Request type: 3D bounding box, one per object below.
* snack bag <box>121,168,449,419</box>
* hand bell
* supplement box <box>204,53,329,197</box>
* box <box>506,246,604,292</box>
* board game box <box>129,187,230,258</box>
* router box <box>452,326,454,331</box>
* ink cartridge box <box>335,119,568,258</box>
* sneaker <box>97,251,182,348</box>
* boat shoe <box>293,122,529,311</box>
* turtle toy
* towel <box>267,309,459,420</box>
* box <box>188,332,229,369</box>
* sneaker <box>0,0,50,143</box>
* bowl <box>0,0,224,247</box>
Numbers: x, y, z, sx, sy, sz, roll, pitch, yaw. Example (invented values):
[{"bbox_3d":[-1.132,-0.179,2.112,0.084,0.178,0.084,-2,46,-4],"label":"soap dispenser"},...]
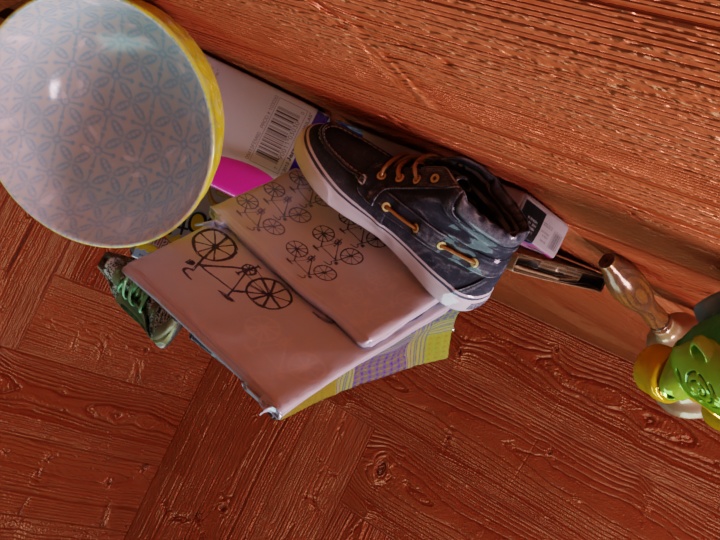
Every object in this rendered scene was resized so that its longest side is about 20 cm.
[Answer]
[{"bbox_3d":[-0.056,0.007,0.867,0.189,0.021,0.200,40,-132,25],"label":"snack bag"},{"bbox_3d":[0.269,0.044,1.034,0.200,0.104,0.104,41,170,-36],"label":"hand bell"},{"bbox_3d":[-0.137,-0.133,1.016,0.200,0.101,0.103,27,180,-1],"label":"supplement box"},{"bbox_3d":[0.137,-0.027,1.196,0.163,0.021,0.200,11,-170,-45],"label":"box"},{"bbox_3d":[-0.162,-0.088,1.239,0.105,0.200,0.103,26,180,-13],"label":"board game box"},{"bbox_3d":[-0.020,0.015,1.104,0.200,0.150,0.062,-16,-175,-26],"label":"router box"},{"bbox_3d":[0.070,-0.070,0.955,0.200,0.037,0.095,28,-178,33],"label":"ink cartridge box"},{"bbox_3d":[-0.238,0.023,1.222,0.089,0.077,0.200,34,173,-29],"label":"sneaker"},{"bbox_3d":[0.040,-0.066,0.872,0.200,0.091,0.071,42,-138,12],"label":"boat shoe"},{"bbox_3d":[0.294,0.077,0.771,0.200,0.101,0.146,26,180,-29],"label":"turtle toy"},{"bbox_3d":[0.009,0.072,1.036,0.023,0.200,0.144,59,153,27],"label":"towel"},{"bbox_3d":[-0.072,0.003,1.269,0.104,0.182,0.200,38,-150,-3],"label":"box"},{"bbox_3d":[-0.299,-0.168,1.001,0.074,0.080,0.200,55,-162,-42],"label":"sneaker"},{"bbox_3d":[-0.188,-0.129,0.901,0.200,0.200,0.108,26,-154,4],"label":"bowl"}]
